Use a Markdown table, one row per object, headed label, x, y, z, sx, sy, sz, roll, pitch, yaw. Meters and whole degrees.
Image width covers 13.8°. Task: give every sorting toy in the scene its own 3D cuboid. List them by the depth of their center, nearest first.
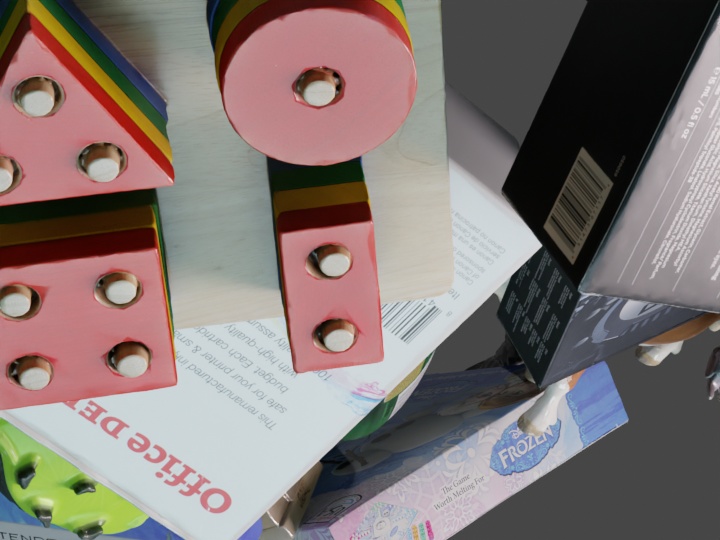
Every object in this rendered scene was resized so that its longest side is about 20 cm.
| label | x | y | z | sx | sy | sz | roll | pitch | yaw |
| --- | --- | --- | --- | --- | --- | --- | --- | --- | --- |
| sorting toy | -0.066 | -0.042 | 1.063 | 0.199 | 0.070 | 0.199 | -7 | 131 | -3 |

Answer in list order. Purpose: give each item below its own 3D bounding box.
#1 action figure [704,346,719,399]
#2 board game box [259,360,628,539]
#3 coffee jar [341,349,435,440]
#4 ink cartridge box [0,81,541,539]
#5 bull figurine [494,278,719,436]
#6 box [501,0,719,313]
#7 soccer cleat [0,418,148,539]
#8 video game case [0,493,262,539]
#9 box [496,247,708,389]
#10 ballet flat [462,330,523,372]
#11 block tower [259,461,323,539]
| label | x | y | z | sx | sy | sz | roll | pitch | yaw |
| --- | --- | --- | --- | --- | --- | --- | --- | --- | --- |
| action figure | 0.223 | 0.036 | 1.376 | 0.130 | 0.070 | 0.200 | -4 | 153 | 11 |
| board game box | 0.002 | 0.108 | 1.528 | 0.199 | 0.044 | 0.200 | -31 | -167 | -36 |
| coffee jar | 0.000 | 0.000 | 1.360 | 0.104 | 0.085 | 0.200 | 39 | 154 | 5 |
| ink cartridge box | -0.048 | -0.005 | 1.195 | 0.146 | 0.083 | 0.200 | 37 | 111 | -26 |
| bull figurine | 0.126 | 0.014 | 1.442 | 0.199 | 0.065 | 0.122 | -3 | 131 | -21 |
| box | 0.159 | -0.084 | 1.081 | 0.141 | 0.079 | 0.201 | 10 | 117 | -29 |
| soccer cleat | -0.153 | 0.046 | 1.270 | 0.067 | 0.081 | 0.200 | -33 | 134 | 15 |
| video game case | -0.145 | 0.050 | 1.341 | 0.181 | 0.046 | 0.201 | 6 | 130 | 15 |
| box | 0.152 | -0.035 | 1.296 | 0.160 | 0.044 | 0.200 | -23 | 159 | -19 |
| ballet flat | 0.100 | 0.057 | 1.596 | 0.066 | 0.057 | 0.200 | 2 | 158 | -19 |
| block tower | -0.099 | 0.047 | 1.390 | 0.058 | 0.054 | 0.200 | -19 | 121 | 34 |
